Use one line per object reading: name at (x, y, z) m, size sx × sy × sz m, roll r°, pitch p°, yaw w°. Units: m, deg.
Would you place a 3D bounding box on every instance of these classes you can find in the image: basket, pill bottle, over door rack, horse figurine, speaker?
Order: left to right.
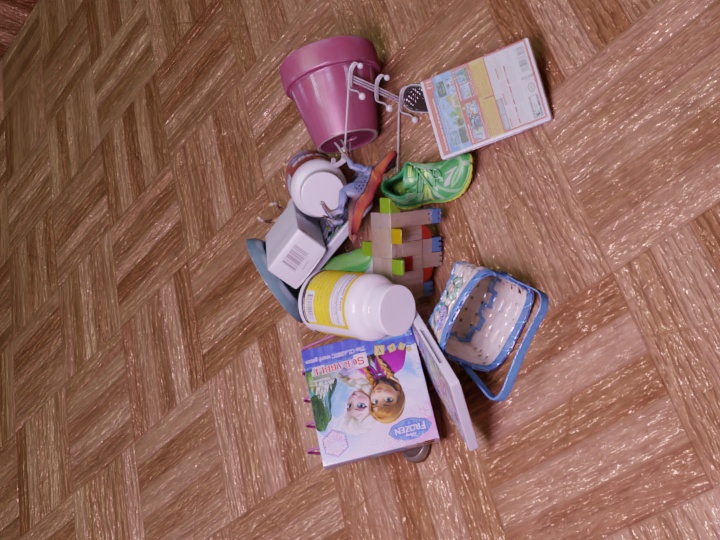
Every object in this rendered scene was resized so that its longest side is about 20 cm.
horse figurine at (-0.142, -0.150, 1.812) m, size 0.132 × 0.050 × 0.202 m, roll 30°, pitch 95°, yaw 34°
pill bottle at (-0.087, -0.170, 1.665) m, size 0.113 × 0.111 × 0.200 m, roll -64°, pitch 17°, yaw 11°
pill bottle at (-0.005, 0.059, 1.412) m, size 0.199 × 0.111 × 0.113 m, roll 6°, pitch 82°, yaw 49°
speaker at (0.000, 0.000, 1.594) m, size 0.199 × 0.088 × 0.090 m, roll -16°, pitch 67°, yaw 43°
over door rack at (0.034, -0.276, 1.596) m, size 0.066 × 0.147 × 0.203 m, roll 0°, pitch 78°, yaw 52°
basket at (0.199, 0.086, 1.316) m, size 0.200 × 0.138 × 0.178 m, roll 37°, pitch 106°, yaw 55°

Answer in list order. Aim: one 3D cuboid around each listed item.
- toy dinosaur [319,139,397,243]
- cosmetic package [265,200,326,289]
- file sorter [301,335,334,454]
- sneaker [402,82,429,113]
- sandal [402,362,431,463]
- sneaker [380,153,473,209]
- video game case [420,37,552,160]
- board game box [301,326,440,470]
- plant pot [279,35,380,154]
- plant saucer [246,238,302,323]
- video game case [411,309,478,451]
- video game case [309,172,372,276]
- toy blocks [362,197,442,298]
toy dinosaur at (0.014, -0.138, 1.498) m, size 0.181 × 0.105 × 0.200 m, roll -35°, pitch 55°, yaw -10°
cosmetic package at (-0.128, -0.053, 1.639) m, size 0.102 × 0.074 × 0.200 m, roll -50°, pitch 17°, yaw 13°
file sorter at (-0.025, 0.225, 1.523) m, size 0.138 × 0.125 × 0.202 m, roll -25°, pitch 61°, yaw 40°
sneaker at (0.180, -0.302, 1.509) m, size 0.198 × 0.084 × 0.074 m, roll 22°, pitch 115°, yaw 26°
sandal at (0.078, 0.230, 1.463) m, size 0.080 × 0.054 × 0.202 m, roll -25°, pitch 63°, yaw 43°
sneaker at (0.118, -0.159, 1.516) m, size 0.199 × 0.083 × 0.075 m, roll -20°, pitch 64°, yaw 41°
video game case at (0.211, -0.288, 1.431) m, size 0.198 × 0.017 × 0.145 m, roll -18°, pitch 84°, yaw 24°
board game box at (0.015, 0.210, 1.416) m, size 0.198 × 0.041 × 0.202 m, roll -15°, pitch 69°, yaw 2°
plant pot at (-0.047, -0.339, 1.681) m, size 0.199 × 0.199 × 0.181 m, roll -22°, pitch 78°, yaw 41°
plant saucer at (-0.161, 0.014, 1.695) m, size 0.027 × 0.200 × 0.201 m, roll -33°, pitch 52°, yaw 6°
video game case at (0.130, 0.171, 1.345) m, size 0.018 × 0.144 × 0.200 m, roll -22°, pitch 33°, yaw -4°
video game case at (-0.047, -0.093, 1.650) m, size 0.200 × 0.022 × 0.183 m, roll -49°, pitch 19°, yaw 19°
toy blocks at (0.086, -0.030, 1.479) m, size 0.099 × 0.136 × 0.203 m, roll 8°, pitch 102°, yaw 48°
